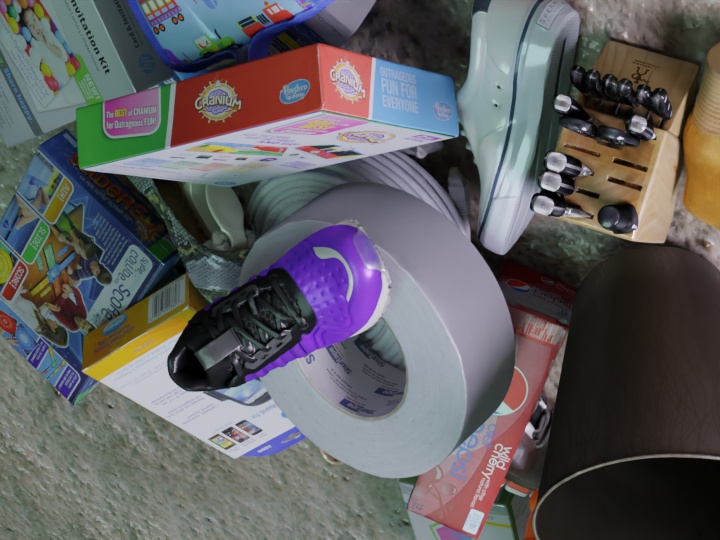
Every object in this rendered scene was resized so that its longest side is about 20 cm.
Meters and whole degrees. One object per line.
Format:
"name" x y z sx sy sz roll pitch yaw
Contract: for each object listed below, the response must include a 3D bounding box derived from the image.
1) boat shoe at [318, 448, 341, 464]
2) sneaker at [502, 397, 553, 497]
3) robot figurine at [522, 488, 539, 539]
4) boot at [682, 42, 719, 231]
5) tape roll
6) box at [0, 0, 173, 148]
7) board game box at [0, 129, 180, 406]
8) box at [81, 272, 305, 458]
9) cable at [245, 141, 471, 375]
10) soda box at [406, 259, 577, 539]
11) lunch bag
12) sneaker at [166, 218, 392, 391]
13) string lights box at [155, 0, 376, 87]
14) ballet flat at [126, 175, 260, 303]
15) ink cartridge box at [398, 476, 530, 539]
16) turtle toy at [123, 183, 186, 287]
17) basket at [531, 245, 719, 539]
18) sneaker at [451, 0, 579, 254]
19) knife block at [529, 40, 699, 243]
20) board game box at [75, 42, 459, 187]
"boat shoe" -0.007 0.092 1.298 0.072 0.065 0.201 23 142 11
"sneaker" 0.116 0.112 1.231 0.199 0.077 0.082 30 132 -4
"robot figurine" 0.206 0.221 1.203 0.116 0.145 0.199 -35 145 31
"boot" 0.294 -0.061 0.927 0.199 0.071 0.145 18 147 22
"tape roll" 0.008 0.043 1.075 0.199 0.066 0.202 22 129 29
"box" -0.234 -0.184 1.119 0.199 0.041 0.157 -11 107 49
"board game box" -0.233 0.002 1.229 0.135 0.034 0.200 44 131 5
"box" -0.110 0.084 1.227 0.118 0.042 0.200 -29 137 27
"cable" 0.000 0.000 1.152 0.199 0.069 0.202 3 117 40
"soda box" 0.099 0.099 1.162 0.063 0.070 0.202 23 116 5
"lunch bag" -0.094 -0.217 0.928 0.150 0.094 0.202 -15 94 44
"sneaker" -0.062 0.037 1.006 0.200 0.099 0.070 -35 83 48
"string lights box" -0.078 -0.164 1.069 0.102 0.059 0.200 38 143 -10
"ballet flat" -0.129 -0.068 1.161 0.201 0.072 0.072 57 151 25
"ink cartridge box" 0.109 0.244 1.389 0.103 0.060 0.201 10 137 26
"turtle toy" -0.178 0.021 1.308 0.145 0.102 0.201 22 147 13
"basket" 0.202 0.091 1.019 0.178 0.201 0.137 3 133 3
"sneaker" 0.096 -0.101 1.019 0.070 0.073 0.201 27 134 21
"knife block" 0.149 -0.047 0.943 0.063 0.176 0.201 19 141 17
"board game box" -0.059 -0.095 0.986 0.198 0.152 0.041 -9 83 34
